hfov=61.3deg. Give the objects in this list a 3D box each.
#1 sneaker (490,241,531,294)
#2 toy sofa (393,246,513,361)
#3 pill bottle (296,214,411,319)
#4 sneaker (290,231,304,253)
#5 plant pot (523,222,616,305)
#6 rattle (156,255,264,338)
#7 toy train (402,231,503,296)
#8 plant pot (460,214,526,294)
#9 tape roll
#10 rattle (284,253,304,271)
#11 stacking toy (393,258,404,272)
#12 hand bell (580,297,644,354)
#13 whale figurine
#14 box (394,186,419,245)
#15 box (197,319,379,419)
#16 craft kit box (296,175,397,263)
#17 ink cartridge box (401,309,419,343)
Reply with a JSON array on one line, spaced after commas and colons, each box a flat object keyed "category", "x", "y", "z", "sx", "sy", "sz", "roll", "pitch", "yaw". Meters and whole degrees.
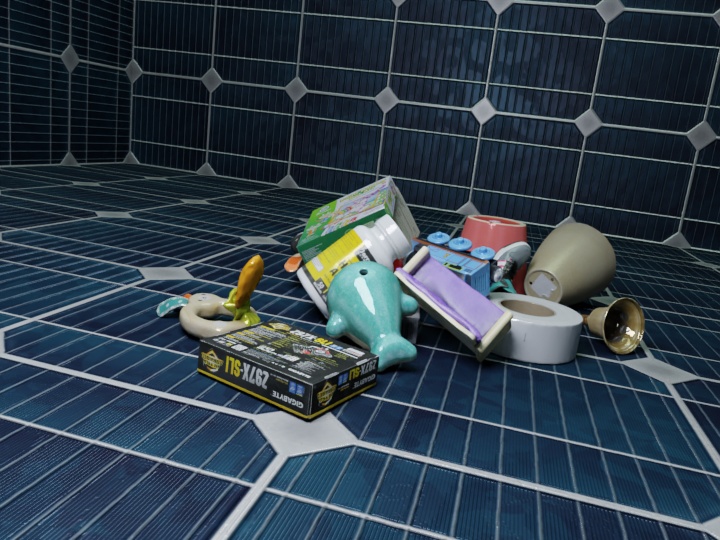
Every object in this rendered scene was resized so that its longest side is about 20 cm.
[{"category": "sneaker", "x": 0.308, "y": 0.024, "z": 1.291, "sx": 0.199, "sy": 0.084, "sz": 0.121, "roll": -38, "pitch": 36, "yaw": -6}, {"category": "toy sofa", "x": 0.151, "y": 0.048, "z": 1.004, "sx": 0.199, "sy": 0.083, "sz": 0.098, "roll": 40, "pitch": -11, "yaw": 29}, {"category": "pill bottle", "x": -0.009, "y": -0.011, "z": 1.109, "sx": 0.199, "sy": 0.112, "sz": 0.111, "roll": -37, "pitch": 18, "yaw": -1}, {"category": "sneaker", "x": -0.086, "y": -0.050, "z": 1.547, "sx": 0.196, "sy": 0.076, "sz": 0.116, "roll": 8, "pitch": 15, "yaw": -1}, {"category": "plant pot", "x": 0.467, "y": 0.007, "z": 1.418, "sx": 0.185, "sy": 0.191, "sz": 0.199, "roll": 17, "pitch": 30, "yaw": 38}, {"category": "rattle", "x": -0.249, "y": 0.028, "z": 0.982, "sx": 0.129, "sy": 0.145, "sz": 0.199, "roll": -26, "pitch": 37, "yaw": -35}, {"category": "toy train", "x": 0.167, "y": -0.009, "z": 1.141, "sx": 0.113, "sy": 0.088, "sz": 0.198, "roll": -28, "pitch": 36, "yaw": -36}, {"category": "plant pot", "x": 0.310, "y": -0.033, "z": 1.448, "sx": 0.196, "sy": 0.181, "sz": 0.201, "roll": 6, "pitch": 12, "yaw": -1}, {"category": "tape roll", "x": 0.297, "y": 0.101, "z": 1.107, "sx": 0.198, "sy": 0.072, "sz": 0.203, "roll": 7, "pitch": 13, "yaw": -2}, {"category": "rattle", "x": -0.108, "y": -0.063, "z": 1.341, "sx": 0.128, "sy": 0.146, "sz": 0.199, "roll": 2, "pitch": -3, "yaw": 31}, {"category": "stacking toy", "x": 0.000, "y": 0.000, "z": 1.203, "sx": 0.196, "sy": 0.087, "sz": 0.085, "roll": -15, "pitch": 13, "yaw": 2}, {"category": "hand bell", "x": 0.453, "y": 0.098, "z": 1.215, "sx": 0.102, "sy": 0.106, "sz": 0.199, "roll": 2, "pitch": 2, "yaw": -22}, {"category": "whale figurine", "x": 0.019, "y": 0.064, "z": 0.955, "sx": 0.156, "sy": 0.105, "sz": 0.201, "roll": -14, "pitch": 41, "yaw": -12}, {"category": "box", "x": 0.042, "y": -0.074, "z": 1.331, "sx": 0.108, "sy": 0.129, "sz": 0.201, "roll": -20, "pitch": 22, "yaw": 26}, {"category": "box", "x": -0.098, "y": 0.126, "z": 0.829, "sx": 0.197, "sy": 0.050, "sz": 0.159, "roll": 15, "pitch": 12, "yaw": 30}, {"category": "craft kit box", "x": -0.022, "y": -0.109, "z": 1.254, "sx": 0.197, "sy": 0.049, "sz": 0.198, "roll": -23, "pitch": 19, "yaw": 16}, {"category": "ink cartridge box", "x": 0.055, "y": 0.076, "z": 1.126, "sx": 0.107, "sy": 0.051, "sz": 0.200, "roll": 7, "pitch": 12, "yaw": 4}]
